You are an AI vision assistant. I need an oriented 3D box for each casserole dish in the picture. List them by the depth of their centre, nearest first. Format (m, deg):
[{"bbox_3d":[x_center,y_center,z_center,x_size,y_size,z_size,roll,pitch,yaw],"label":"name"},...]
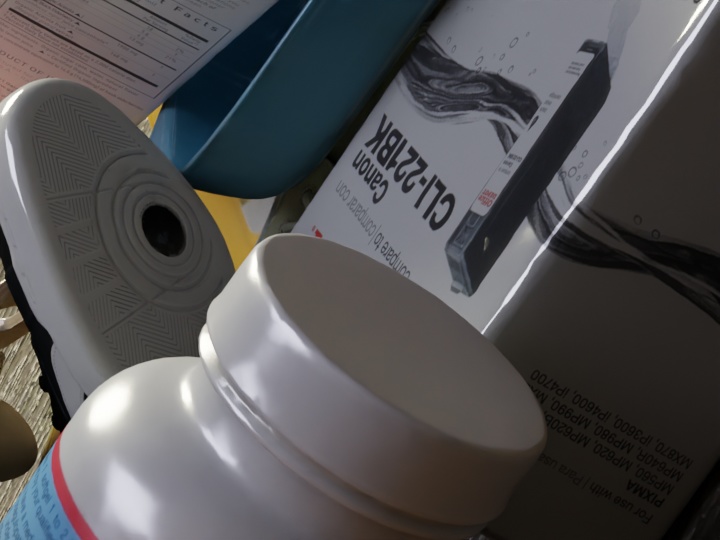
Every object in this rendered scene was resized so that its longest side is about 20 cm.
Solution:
[{"bbox_3d":[0.002,-0.100,0.877,0.200,0.039,0.121,-53,17,21],"label":"casserole dish"}]

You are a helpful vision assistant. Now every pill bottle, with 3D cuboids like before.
[{"bbox_3d":[-0.044,0.094,0.700,0.200,0.109,0.109,-55,21,19],"label":"pill bottle"}]

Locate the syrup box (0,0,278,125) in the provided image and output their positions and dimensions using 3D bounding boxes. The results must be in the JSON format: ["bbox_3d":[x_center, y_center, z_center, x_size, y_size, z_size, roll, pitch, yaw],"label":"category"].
[{"bbox_3d":[-0.066,-0.112,0.890,0.200,0.081,0.079,-34,32,59],"label":"syrup box"}]

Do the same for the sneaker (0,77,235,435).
[{"bbox_3d":[-0.078,0.049,0.866,0.112,0.200,0.073,-25,8,41],"label":"sneaker"}]

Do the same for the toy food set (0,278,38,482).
[{"bbox_3d":[-0.142,0.103,1.008,0.143,0.060,0.200,-27,48,63],"label":"toy food set"}]

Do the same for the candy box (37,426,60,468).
[{"bbox_3d":[-0.079,0.096,1.008,0.115,0.055,0.200,-37,31,49],"label":"candy box"}]

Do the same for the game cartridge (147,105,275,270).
[{"bbox_3d":[-0.002,-0.101,0.959,0.200,0.032,0.176,-38,62,37],"label":"game cartridge"}]

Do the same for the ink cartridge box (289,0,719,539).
[{"bbox_3d":[0.072,-0.033,0.793,0.200,0.084,0.144,-56,25,10],"label":"ink cartridge box"}]

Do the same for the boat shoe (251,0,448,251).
[{"bbox_3d":[0.000,0.000,0.897,0.062,0.072,0.200,-14,-47,-54],"label":"boat shoe"}]
